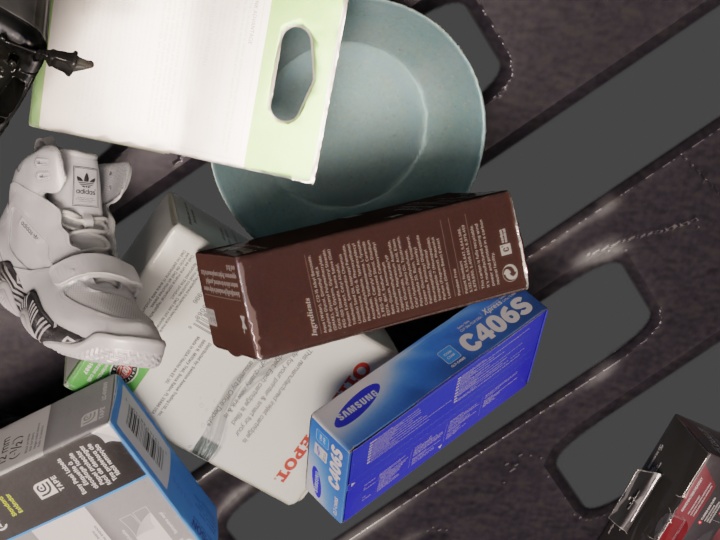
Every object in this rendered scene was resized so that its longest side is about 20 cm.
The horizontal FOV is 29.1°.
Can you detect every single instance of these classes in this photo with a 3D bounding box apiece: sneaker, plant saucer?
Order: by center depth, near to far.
[{"bbox_3d":[-0.185,-0.016,0.920,0.075,0.200,0.115,10,104,-44],"label":"sneaker"},{"bbox_3d":[-0.011,-0.101,0.997,0.201,0.039,0.201,-4,113,-10],"label":"plant saucer"}]

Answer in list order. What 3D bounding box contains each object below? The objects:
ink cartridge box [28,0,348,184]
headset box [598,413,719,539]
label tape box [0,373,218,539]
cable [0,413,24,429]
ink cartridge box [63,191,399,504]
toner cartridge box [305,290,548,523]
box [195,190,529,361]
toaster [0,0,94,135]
[{"bbox_3d":[-0.114,-0.149,0.926,0.200,0.048,0.146,11,109,0],"label":"ink cartridge box"},{"bbox_3d":[0.304,0.222,1.169,0.200,0.075,0.149,22,105,-19],"label":"headset box"},{"bbox_3d":[-0.221,0.179,0.980,0.200,0.066,0.143,-26,120,8],"label":"label tape box"},{"bbox_3d":[-0.237,0.195,1.062,0.163,0.051,0.200,-20,113,-3],"label":"cable"},{"bbox_3d":[-0.094,0.060,1.019,0.200,0.083,0.147,33,101,-21],"label":"ink cartridge box"},{"bbox_3d":[0.049,0.093,1.016,0.200,0.043,0.095,-32,148,-29],"label":"toner cartridge box"},{"bbox_3d":[0.000,0.000,0.935,0.200,0.100,0.075,-16,98,-22],"label":"box"},{"bbox_3d":[-0.293,-0.138,0.850,0.200,0.119,0.181,28,122,-27],"label":"toaster"}]
